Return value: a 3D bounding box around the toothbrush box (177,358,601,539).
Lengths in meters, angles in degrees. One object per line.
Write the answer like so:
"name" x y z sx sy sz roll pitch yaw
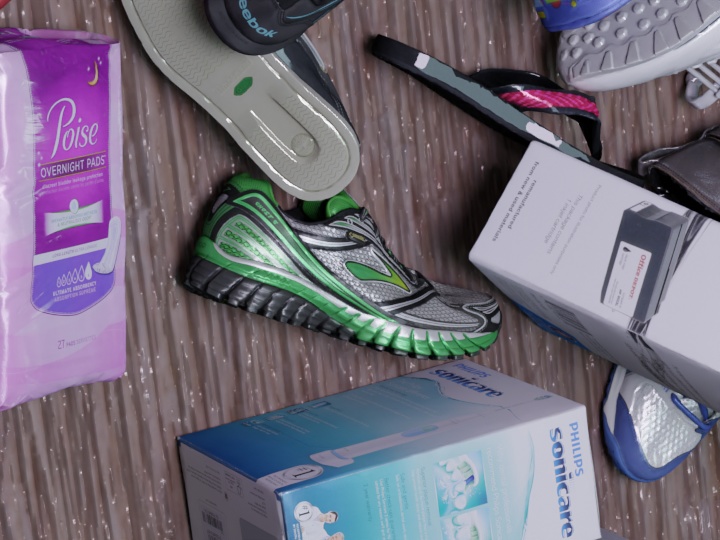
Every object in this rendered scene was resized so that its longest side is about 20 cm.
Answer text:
"toothbrush box" 0.016 0.125 1.606 0.199 0.146 0.086 -15 106 -25

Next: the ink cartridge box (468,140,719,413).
"ink cartridge box" 0.183 0.018 1.618 0.085 0.199 0.145 -61 152 -6

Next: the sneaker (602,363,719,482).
"sneaker" 0.226 0.046 1.733 0.075 0.088 0.201 35 83 -29

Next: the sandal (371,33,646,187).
"sandal" 0.098 -0.100 1.651 0.199 0.075 0.045 29 89 -25

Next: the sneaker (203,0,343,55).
"sneaker" 0.000 -0.190 1.531 0.075 0.079 0.200 49 58 -13

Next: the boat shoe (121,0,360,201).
"boat shoe" -0.072 -0.129 1.572 0.072 0.068 0.200 -34 103 18

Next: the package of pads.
"package of pads" -0.183 -0.029 1.497 0.120 0.075 0.201 -17 110 -59

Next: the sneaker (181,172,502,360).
"sneaker" 0.000 0.000 1.615 0.199 0.078 0.086 18 89 -28

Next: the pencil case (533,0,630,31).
"pencil case" 0.104 -0.238 1.584 0.087 0.078 0.201 -35 107 -36

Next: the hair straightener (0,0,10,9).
"hair straightener" -0.162 -0.220 1.510 0.200 0.041 0.077 -41 105 -7

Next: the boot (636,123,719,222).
"boot" 0.291 -0.048 1.706 0.174 0.200 0.069 -39 148 -27

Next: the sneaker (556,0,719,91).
"sneaker" 0.210 -0.151 1.630 0.199 0.077 0.080 -25 142 18

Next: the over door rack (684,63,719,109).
"over door rack" 0.224 -0.209 1.671 0.147 0.067 0.200 35 116 -27

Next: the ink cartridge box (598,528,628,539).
"ink cartridge box" 0.172 0.267 1.728 0.050 0.109 0.201 -21 107 -23
